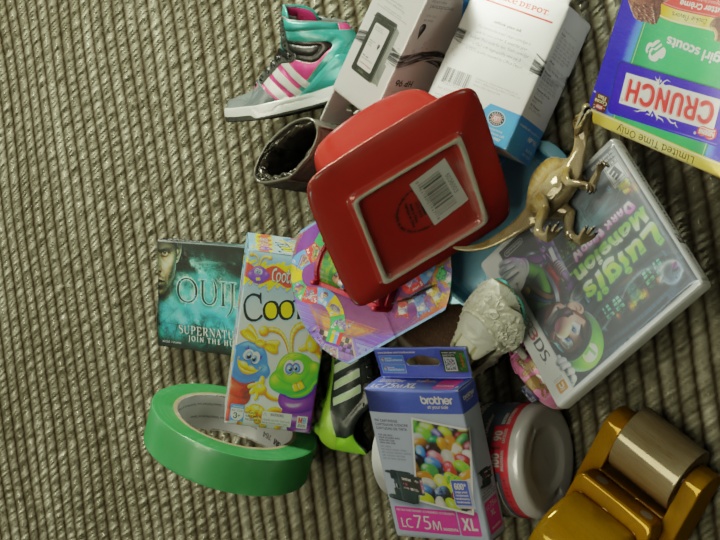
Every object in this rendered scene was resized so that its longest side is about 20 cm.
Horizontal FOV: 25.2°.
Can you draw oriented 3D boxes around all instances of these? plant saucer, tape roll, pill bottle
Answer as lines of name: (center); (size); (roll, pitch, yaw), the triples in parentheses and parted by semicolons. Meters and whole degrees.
plant saucer: (0.094, 0.020, 1.776); (0.198, 0.036, 0.203); (4, 97, 36)
tape roll: (-0.150, 0.194, 1.869); (0.199, 0.199, 0.049); (25, 108, 32)
pill bottle: (0.116, 0.200, 1.722); (0.198, 0.119, 0.121); (-4, 92, 36)

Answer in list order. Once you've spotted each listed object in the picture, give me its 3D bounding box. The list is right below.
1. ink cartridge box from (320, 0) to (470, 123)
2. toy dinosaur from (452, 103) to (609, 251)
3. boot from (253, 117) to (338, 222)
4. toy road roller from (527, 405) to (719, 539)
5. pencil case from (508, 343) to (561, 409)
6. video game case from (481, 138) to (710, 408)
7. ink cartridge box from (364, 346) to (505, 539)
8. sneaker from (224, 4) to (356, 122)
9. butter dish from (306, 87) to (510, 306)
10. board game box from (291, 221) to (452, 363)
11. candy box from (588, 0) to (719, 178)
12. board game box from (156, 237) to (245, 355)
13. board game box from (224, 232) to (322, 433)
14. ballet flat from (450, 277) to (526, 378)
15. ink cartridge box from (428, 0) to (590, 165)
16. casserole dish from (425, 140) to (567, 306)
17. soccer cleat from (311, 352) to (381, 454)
ink cartridge box: (0.048, -0.230, 1.729); (0.068, 0.115, 0.202); (39, 116, 28)
toy dinosaur: (0.186, -0.065, 1.592); (0.201, 0.058, 0.101); (-51, 39, 16)
boot: (-0.043, -0.094, 1.764); (0.073, 0.199, 0.182); (52, 120, 20)
toy road roller: (0.252, 0.247, 1.610); (0.122, 0.145, 0.202); (37, 114, 27)
pencil case: (0.235, 0.049, 1.643); (0.201, 0.086, 0.083); (-52, 58, 24)
video game case: (0.225, 0.004, 1.584); (0.200, 0.023, 0.183); (-44, 57, 28)
ink cartridge box: (0.072, 0.177, 1.643); (0.118, 0.042, 0.203); (-1, 106, 36)
sneaker: (-0.081, -0.242, 1.850); (0.198, 0.083, 0.122); (-11, 92, 29)
butter dish: (0.030, -0.101, 1.638); (0.198, 0.201, 0.148); (-30, 46, -6)
board game box: (0.000, 0.000, 1.721); (0.199, 0.039, 0.160); (-30, 75, 25)
candy box: (0.327, -0.211, 1.559); (0.168, 0.077, 0.202); (27, 110, 31)
board game box: (-0.169, 0.034, 1.975); (0.198, 0.028, 0.137); (5, 97, 36)
board game box: (-0.094, 0.071, 1.854); (0.102, 0.105, 0.203); (7, 101, -6)
ballet flat: (0.122, 0.071, 1.638); (0.071, 0.200, 0.073); (1, 70, -3)
ink cartridge box: (0.158, -0.226, 1.669); (0.115, 0.068, 0.202); (25, 91, 31)
casserole dish: (0.149, -0.048, 1.701); (0.121, 0.039, 0.200); (44, 100, 20)
soccer cleat: (-0.001, 0.113, 1.843); (0.080, 0.067, 0.203); (15, 106, 20)
